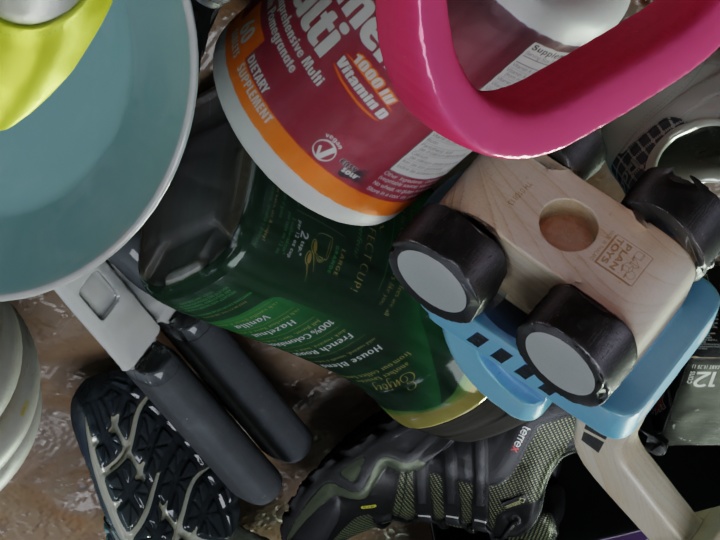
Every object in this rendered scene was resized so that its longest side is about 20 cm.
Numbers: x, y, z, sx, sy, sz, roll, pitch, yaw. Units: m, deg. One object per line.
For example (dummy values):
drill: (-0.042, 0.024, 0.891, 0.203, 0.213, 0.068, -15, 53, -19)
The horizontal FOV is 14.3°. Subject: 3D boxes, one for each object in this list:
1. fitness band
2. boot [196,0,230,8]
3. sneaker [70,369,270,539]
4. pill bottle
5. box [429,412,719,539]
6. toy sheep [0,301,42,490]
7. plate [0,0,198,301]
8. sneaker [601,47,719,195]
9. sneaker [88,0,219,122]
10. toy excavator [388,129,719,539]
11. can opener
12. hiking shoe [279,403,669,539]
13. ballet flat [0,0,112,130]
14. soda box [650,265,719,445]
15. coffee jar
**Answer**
fitness band: (0.088, -0.123, 1.039, 0.200, 0.037, 0.144, -31, 131, -30)
boot: (0.013, -0.185, 1.086, 0.131, 0.200, 0.070, 2, 137, 48)
sneaker: (-0.103, 0.132, 1.439, 0.086, 0.078, 0.200, 2, 133, 39)
pill bottle: (0.040, -0.115, 1.165, 0.109, 0.110, 0.200, 27, 127, -33)
box: (0.147, 0.147, 1.499, 0.199, 0.079, 0.141, -15, 140, 7)
toy sheep: (-0.208, 0.059, 1.301, 0.137, 0.138, 0.200, -7, 150, -2)
plate: (-0.154, -0.088, 1.149, 0.199, 0.026, 0.201, 3, 100, 18)
sneaker: (0.203, -0.079, 1.258, 0.199, 0.081, 0.077, -18, 136, 7)
sneaker: (-0.080, -0.104, 1.174, 0.075, 0.088, 0.200, 11, 134, -21)
toy excavator: (0.105, 0.044, 1.257, 0.194, 0.100, 0.200, 34, 154, 12)
can opener: (-0.075, 0.043, 1.341, 0.053, 0.067, 0.200, -53, 133, -18)
hiking shoe: (0.050, 0.105, 1.407, 0.200, 0.076, 0.101, -34, 93, 25)
ballet flat: (-0.105, -0.144, 1.064, 0.067, 0.200, 0.067, 30, 162, 7)
soda box: (0.241, 0.043, 1.409, 0.199, 0.064, 0.071, 2, 138, -11)
coffee jar: (0.000, 0.000, 1.289, 0.200, 0.105, 0.085, 29, 145, -34)
